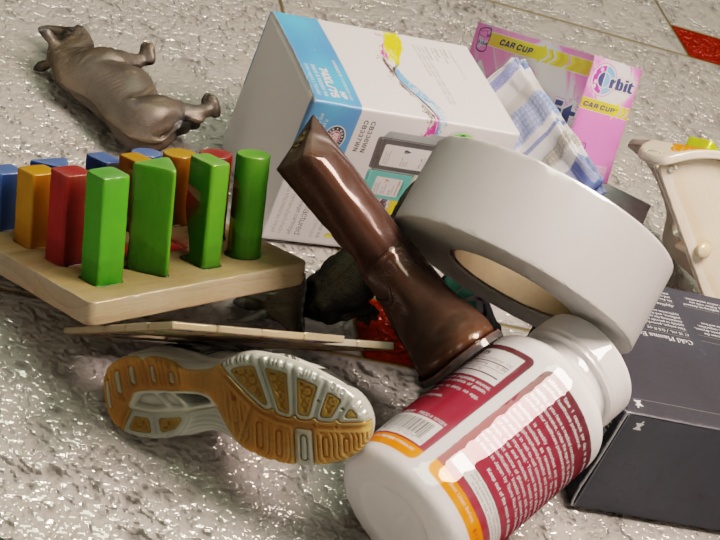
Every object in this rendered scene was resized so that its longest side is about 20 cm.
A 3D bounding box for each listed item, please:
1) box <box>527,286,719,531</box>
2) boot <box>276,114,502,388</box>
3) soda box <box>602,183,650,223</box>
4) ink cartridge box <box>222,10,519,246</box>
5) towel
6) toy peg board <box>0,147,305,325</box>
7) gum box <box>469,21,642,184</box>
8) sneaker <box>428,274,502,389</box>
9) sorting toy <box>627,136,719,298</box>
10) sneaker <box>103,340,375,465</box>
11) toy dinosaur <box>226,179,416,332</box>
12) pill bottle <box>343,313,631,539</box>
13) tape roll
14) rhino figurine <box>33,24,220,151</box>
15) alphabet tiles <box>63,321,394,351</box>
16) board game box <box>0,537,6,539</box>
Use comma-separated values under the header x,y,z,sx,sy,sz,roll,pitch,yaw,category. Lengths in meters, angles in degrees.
x,y,z,sx,sy,sz,roll,pitch,yaw,category
0.252,0.107,1.302,0.199,0.104,0.182,12,33,-19,box
0.012,-0.019,1.134,0.200,0.064,0.186,57,-8,-5,boot
0.207,-0.012,1.480,0.068,0.064,0.200,27,32,7,soda box
0.006,-0.117,1.419,0.199,0.147,0.146,6,36,-26,ink cartridge box
0.131,-0.096,1.485,0.024,0.147,0.200,37,19,-44,towel
-0.173,-0.052,1.196,0.200,0.098,0.199,-11,26,-43,toy peg board
0.172,-0.167,1.572,0.066,0.114,0.200,10,11,-35,gum box
0.100,0.087,1.280,0.087,0.074,0.200,28,36,-28,sneaker
0.316,-0.056,1.525,0.107,0.200,0.180,-28,22,-10,sorting toy
-0.074,0.078,1.105,0.199,0.076,0.088,9,17,23,sneaker
0.000,0.000,1.266,0.077,0.200,0.102,59,14,4,toy dinosaur
0.094,0.118,1.117,0.200,0.113,0.113,-35,62,-29,pill bottle
0.127,-0.017,1.185,0.202,0.071,0.202,29,-10,5,tape roll
-0.221,-0.170,1.424,0.200,0.060,0.087,38,45,25,rhino figurine
-0.085,0.048,1.140,0.200,0.008,0.167,6,-7,-34,alphabet tiles
-0.218,0.199,0.934,0.200,0.023,0.105,25,34,-1,board game box
